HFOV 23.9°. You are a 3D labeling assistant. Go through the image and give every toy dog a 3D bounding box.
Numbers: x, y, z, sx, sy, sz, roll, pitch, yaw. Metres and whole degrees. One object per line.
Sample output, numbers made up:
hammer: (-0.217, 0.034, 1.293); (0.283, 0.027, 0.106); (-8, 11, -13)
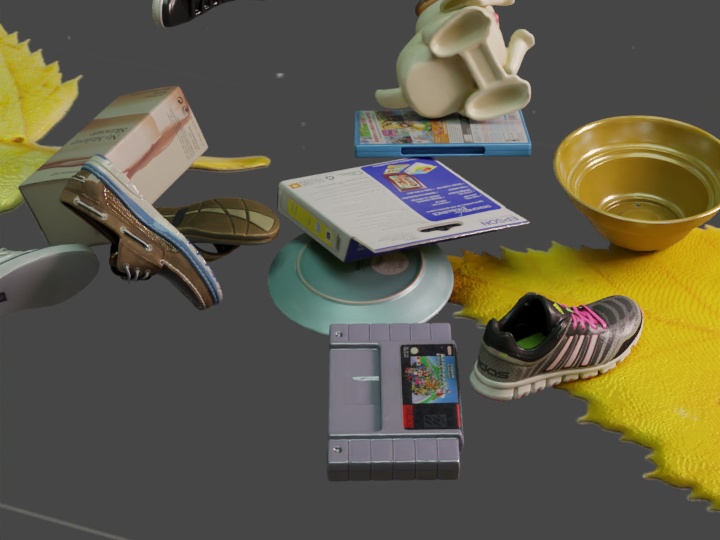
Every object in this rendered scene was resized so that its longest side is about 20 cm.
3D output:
toy dog: (0.117, -0.259, 2.044); (0.194, 0.140, 0.200); (-33, 21, 22)

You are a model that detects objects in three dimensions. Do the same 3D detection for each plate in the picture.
plate: (0.000, 0.000, 1.808); (0.199, 0.026, 0.200); (-1, 38, 1)

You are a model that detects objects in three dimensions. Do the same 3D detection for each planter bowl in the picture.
planter bowl: (0.307, -0.080, 1.854); (0.199, 0.084, 0.201); (0, 38, 0)

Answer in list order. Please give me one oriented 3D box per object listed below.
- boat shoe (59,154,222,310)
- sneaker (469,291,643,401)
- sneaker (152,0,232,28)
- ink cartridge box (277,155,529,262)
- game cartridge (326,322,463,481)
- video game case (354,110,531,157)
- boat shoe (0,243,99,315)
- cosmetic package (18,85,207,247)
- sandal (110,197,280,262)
boat shoe: (-0.229, -0.024, 1.765); (0.200, 0.072, 0.072); (46, 73, -2)
sneaker: (0.198, 0.059, 1.680); (0.199, 0.088, 0.074); (-19, 42, -21)
sneaker: (-0.183, -0.374, 2.237); (0.111, 0.073, 0.200); (14, 40, 20)
ink cartridge box: (0.043, -0.058, 1.825); (0.197, 0.047, 0.200); (-11, 32, -29)
game cartridge: (0.032, 0.122, 1.650); (0.129, 0.038, 0.200); (-4, 39, 3)
video game case: (0.093, -0.160, 1.979); (0.199, 0.018, 0.143); (0, 22, 0)
boat shoe: (-0.374, 0.006, 1.770); (0.199, 0.074, 0.065); (-17, 46, -20)
cosmetic package: (-0.271, -0.115, 1.884); (0.103, 0.087, 0.200); (-5, 32, 34)
sandal: (-0.176, -0.036, 1.841); (0.199, 0.054, 0.080); (-5, 31, 19)
